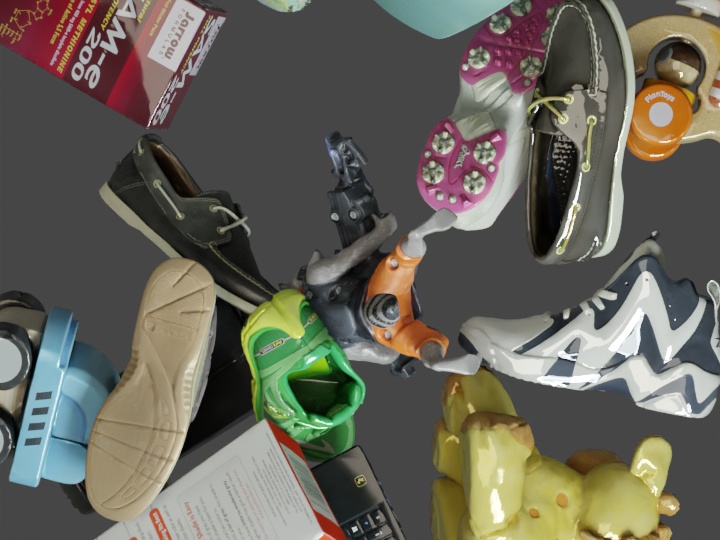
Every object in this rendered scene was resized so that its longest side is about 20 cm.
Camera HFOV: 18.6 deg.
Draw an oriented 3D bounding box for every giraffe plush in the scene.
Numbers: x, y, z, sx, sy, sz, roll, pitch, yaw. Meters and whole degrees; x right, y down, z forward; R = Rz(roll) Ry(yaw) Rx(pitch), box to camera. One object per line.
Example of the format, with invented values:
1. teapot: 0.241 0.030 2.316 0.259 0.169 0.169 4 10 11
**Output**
1. giraffe plush: 0.149 0.174 1.638 0.161 0.201 0.173 -2 135 -11

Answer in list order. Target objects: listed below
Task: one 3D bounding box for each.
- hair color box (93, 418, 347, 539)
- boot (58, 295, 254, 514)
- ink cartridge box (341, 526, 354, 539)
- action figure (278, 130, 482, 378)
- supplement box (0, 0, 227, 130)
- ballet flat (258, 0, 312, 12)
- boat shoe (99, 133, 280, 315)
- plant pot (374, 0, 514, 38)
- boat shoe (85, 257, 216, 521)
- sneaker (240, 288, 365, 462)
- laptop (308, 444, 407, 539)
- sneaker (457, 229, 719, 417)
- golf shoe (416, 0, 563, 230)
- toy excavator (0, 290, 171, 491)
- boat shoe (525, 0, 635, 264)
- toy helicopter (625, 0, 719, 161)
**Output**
1. hair color box: -0.116 0.216 1.632 0.199 0.064 0.111 -35 57 7
2. boot: -0.177 0.078 1.740 0.199 0.066 0.165 -32 98 18
3. ink cartridge box: -0.008 0.291 1.709 0.145 0.084 0.200 -45 83 11
4. action figure: 0.000 0.000 1.649 0.193 0.104 0.201 -9 105 56
5. supplement box: -0.218 -0.205 1.736 0.199 0.061 0.109 30 99 8
6. ballet flat: -0.103 -0.287 1.700 0.074 0.074 0.201 -34 86 13
7. boat shoe: -0.119 -0.029 1.703 0.200 0.072 0.068 42 96 26
8. plant pot: 0.066 -0.269 1.603 0.200 0.201 0.161 -31 101 13
9. boat shoe: -0.147 0.088 1.633 0.071 0.065 0.201 17 94 15
10. sneaker: -0.039 0.097 1.653 0.074 0.200 0.084 -35 57 -11
11. laptop: -0.042 0.260 1.619 0.177 0.103 0.201 -28 85 13
12. sneaker: 0.180 0.027 1.654 0.198 0.079 0.131 13 91 16
13. golf shoe: 0.108 -0.120 1.667 0.075 0.092 0.201 25 77 25
14. toy excavator: -0.210 0.132 1.687 0.199 0.100 0.196 14 106 -4
15. boat shoe: 0.154 -0.102 1.600 0.072 0.060 0.203 19 116 50
16. toy helicopter: 0.279 -0.161 1.631 0.199 0.079 0.133 -8 83 3
